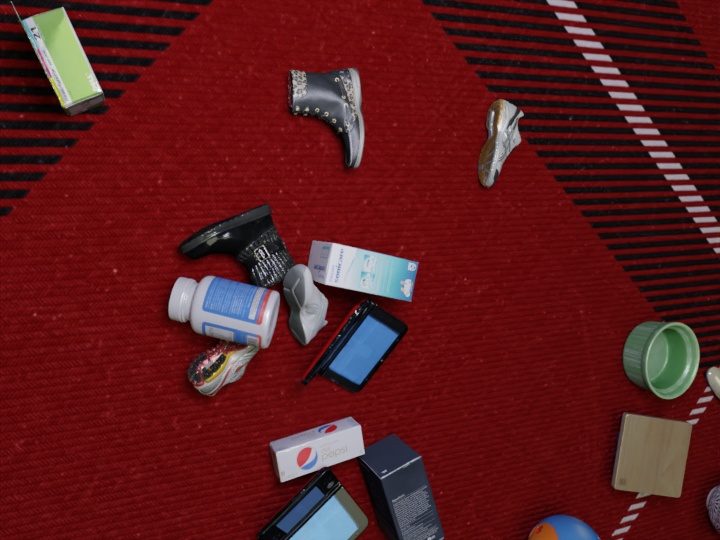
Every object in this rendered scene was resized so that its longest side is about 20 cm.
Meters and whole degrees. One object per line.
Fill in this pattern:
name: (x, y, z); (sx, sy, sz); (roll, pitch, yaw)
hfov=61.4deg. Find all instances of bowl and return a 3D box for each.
bowl: (1.102, 0.705, 1.805); (0.195, 0.094, 0.207); (-2, 96, -21)

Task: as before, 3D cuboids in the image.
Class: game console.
game console: (-0.096, 0.547, 1.290); (0.199, 0.118, 0.174); (-41, 149, -14)
game console: (-0.008, 0.172, 1.261); (0.118, 0.172, 0.202); (38, 103, 5)

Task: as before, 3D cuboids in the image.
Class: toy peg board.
toy peg board: (0.781, 0.496, 1.671); (0.193, 0.098, 0.206); (9, 91, -6)

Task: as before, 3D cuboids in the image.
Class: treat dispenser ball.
treat dispenser ball: (0.511, 0.720, 1.511); (0.195, 0.200, 0.207); (-2, 96, -21)

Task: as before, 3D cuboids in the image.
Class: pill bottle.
pill bottle: (-0.261, 0.074, 1.167); (0.194, 0.112, 0.116); (14, 90, 0)

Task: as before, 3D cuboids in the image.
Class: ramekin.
ramekin: (0.808, 0.235, 1.642); (0.194, 0.097, 0.207); (-2, 96, -22)

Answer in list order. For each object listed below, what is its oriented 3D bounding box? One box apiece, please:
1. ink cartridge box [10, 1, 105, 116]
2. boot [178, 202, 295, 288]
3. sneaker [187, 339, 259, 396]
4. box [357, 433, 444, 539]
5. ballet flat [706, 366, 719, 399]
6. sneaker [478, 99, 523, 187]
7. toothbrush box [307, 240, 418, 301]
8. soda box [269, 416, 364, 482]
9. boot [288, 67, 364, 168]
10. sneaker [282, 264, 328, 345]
ink cartridge box: (-0.494, -0.353, 1.007); (0.074, 0.199, 0.151); (-26, 104, -17)
boot: (-0.239, -0.025, 1.205); (0.207, 0.079, 0.162); (-24, 103, -19)
sneaker: (-0.258, 0.171, 1.228); (0.199, 0.077, 0.083); (-39, 143, -23)
box: (0.086, 0.497, 1.348); (0.105, 0.148, 0.205); (-21, 103, -18)
ballet flat: (1.092, 0.366, 1.786); (0.069, 0.069, 0.201); (-42, 108, -13)
sneaker: (0.335, -0.291, 1.414); (0.085, 0.075, 0.206); (12, 91, -22)
toothbrush box: (0.000, 0.000, 1.269); (0.195, 0.146, 0.088); (11, 91, -21)
soda box: (-0.093, 0.385, 1.311); (0.195, 0.063, 0.070); (-13, 99, -20)
boot: (-0.072, -0.315, 1.251); (0.149, 0.073, 0.210); (-3, 90, -19)
sneaker: (-0.109, 0.059, 1.245); (0.080, 0.070, 0.204); (-33, 143, -31)
